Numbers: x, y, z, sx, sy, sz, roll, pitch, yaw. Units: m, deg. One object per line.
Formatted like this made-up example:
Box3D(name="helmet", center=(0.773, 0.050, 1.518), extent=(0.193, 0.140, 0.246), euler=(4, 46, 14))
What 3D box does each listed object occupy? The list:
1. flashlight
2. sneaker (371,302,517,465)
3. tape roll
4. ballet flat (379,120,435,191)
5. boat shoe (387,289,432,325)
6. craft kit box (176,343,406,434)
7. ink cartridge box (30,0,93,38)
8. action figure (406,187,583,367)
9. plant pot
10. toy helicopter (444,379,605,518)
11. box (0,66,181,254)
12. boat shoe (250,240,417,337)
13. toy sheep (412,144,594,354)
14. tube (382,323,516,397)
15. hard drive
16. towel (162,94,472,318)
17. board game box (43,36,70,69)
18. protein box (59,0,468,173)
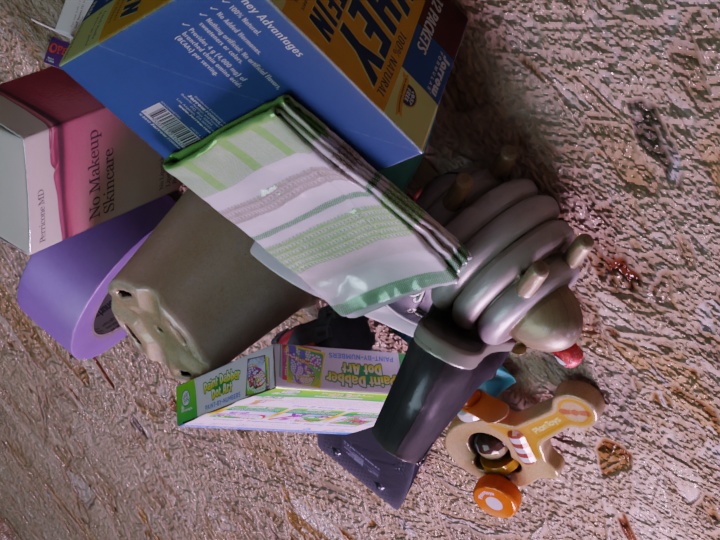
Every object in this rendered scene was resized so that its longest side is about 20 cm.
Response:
Box3D(name="flashlight", center=(-0.038, 0.080, 1.544), extent=(0.067, 0.069, 0.200), euler=(21, 167, -16))
Box3D(name="sneaker", center=(0.062, 0.088, 1.258), extent=(0.074, 0.107, 0.200), euler=(31, -168, 14))
Box3D(name="tape roll", center=(-0.274, -0.007, 1.679), extent=(0.085, 0.200, 0.200), euler=(39, 153, 11))
Box3D(name="ballet flat", center=(-0.004, -0.071, 1.215), extent=(0.068, 0.070, 0.201), euler=(62, 140, 37))
Box3D(name="boat shoe", center=(0.032, -0.003, 1.333), extent=(0.199, 0.076, 0.060), euler=(30, -178, -10))
Box3D(name="craft kit box", center=(-0.045, 0.116, 1.457), extent=(0.197, 0.198, 0.049), euler=(-21, 68, 54))
Box3D(name="ink cartridge box", center=(-0.181, -0.211, 1.346), extent=(0.199, 0.068, 0.117), euler=(22, -177, 37))
Box3D(name="action figure", center=(0.112, 0.008, 1.298), extent=(0.200, 0.065, 0.052), euler=(43, 132, 8))
Box3D(name="plant pot", center=(-0.142, 0.005, 1.523), extent=(0.200, 0.184, 0.201), euler=(34, 152, 21))
Box3D(name="toy helicopter", center=(0.147, 0.141, 1.430), extent=(0.132, 0.079, 0.200), euler=(43, 141, -9))
Box3D(name="box", center=(-0.279, -0.120, 1.493), extent=(0.108, 0.199, 0.129), euler=(26, 128, 32))
Box3D(name="boat shoe", center=(0.000, 0.000, 1.397), extent=(0.198, 0.068, 0.072), euler=(24, -172, 2))
Box3D(name="toy sheep", center=(0.103, -0.019, 1.204), extent=(0.201, 0.137, 0.138), euler=(54, 157, 16))
Box3D(name="tube", center=(0.059, 0.051, 1.461), extent=(0.200, 0.051, 0.077), euler=(39, 160, 0))
Box3D(name="hard drive", center=(0.014, 0.176, 1.698), extent=(0.134, 0.042, 0.201), euler=(37, 152, 17))
Box3D(name="towel", center=(-0.033, -0.038, 1.134), extent=(0.200, 0.031, 0.149), euler=(38, 141, -27))
Box3D(name="board game box", center=(-0.177, -0.159, 1.371), extent=(0.119, 0.033, 0.200), euler=(18, -177, 24))
Box3D(name="protein box", center=(-0.068, -0.165, 1.121), extent=(0.199, 0.136, 0.198), euler=(-19, 130, 43))
